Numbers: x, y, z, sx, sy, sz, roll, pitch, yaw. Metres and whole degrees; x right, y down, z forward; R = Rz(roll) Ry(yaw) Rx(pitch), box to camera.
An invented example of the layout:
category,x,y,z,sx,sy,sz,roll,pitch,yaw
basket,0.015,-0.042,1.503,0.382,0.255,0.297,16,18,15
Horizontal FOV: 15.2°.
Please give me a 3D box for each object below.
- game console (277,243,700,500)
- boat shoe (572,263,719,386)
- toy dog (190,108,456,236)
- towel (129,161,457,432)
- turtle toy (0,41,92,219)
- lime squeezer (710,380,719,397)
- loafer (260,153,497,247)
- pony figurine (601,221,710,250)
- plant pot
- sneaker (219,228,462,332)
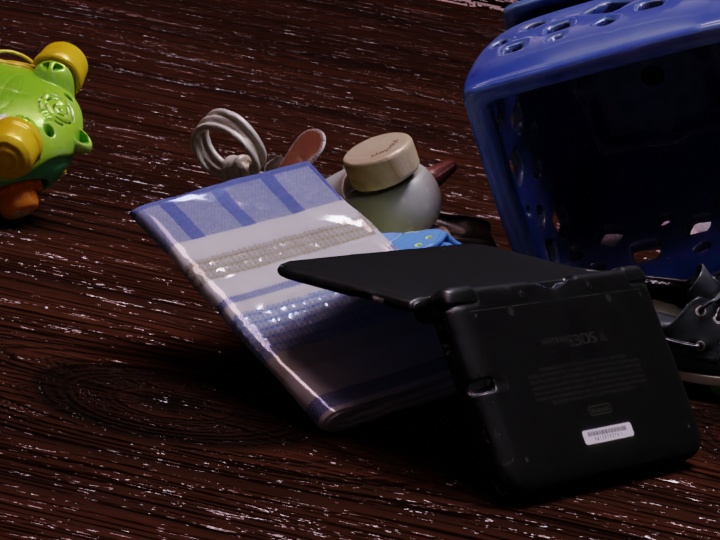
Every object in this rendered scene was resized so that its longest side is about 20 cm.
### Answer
category,x,y,z,sx,sy,sz,roll,pitch,yaw
game console,0.076,0.052,1.541,0.116,0.176,0.200,-27,-12,37
boat shoe,0.210,0.027,1.745,0.199,0.066,0.075,7,30,17
toy dog,-0.013,-0.050,1.844,0.200,0.132,0.096,16,33,27
towel,-0.025,0.014,1.589,0.147,0.024,0.200,-17,50,-39
turtle toy,-0.286,-0.098,1.912,0.200,0.101,0.146,9,36,10
lime squeezer,0.265,0.049,1.828,0.071,0.038,0.200,17,14,32
loafer,0.006,-0.047,1.928,0.200,0.071,0.073,12,-17,15
pony figurine,0.245,-0.069,2.040,0.193,0.200,0.167,-3,5,-8
plant pot,0.197,-0.103,1.856,0.200,0.200,0.180,-13,27,17
sneaker,0.000,0.000,1.679,0.105,0.076,0.200,-18,-7,35
